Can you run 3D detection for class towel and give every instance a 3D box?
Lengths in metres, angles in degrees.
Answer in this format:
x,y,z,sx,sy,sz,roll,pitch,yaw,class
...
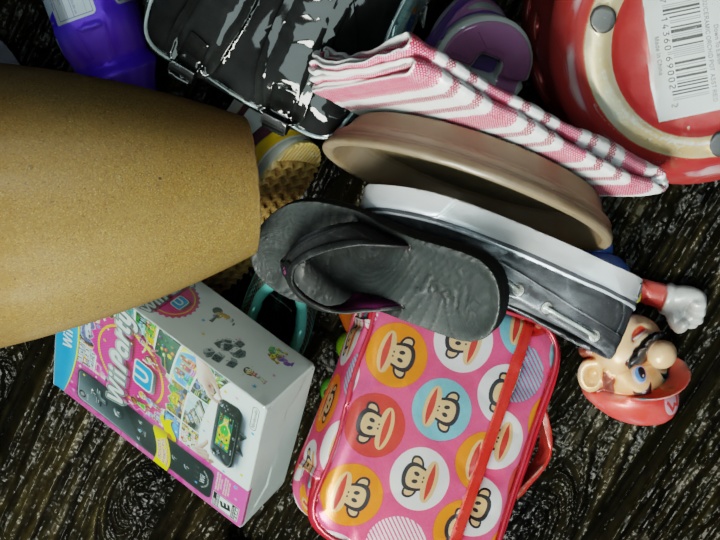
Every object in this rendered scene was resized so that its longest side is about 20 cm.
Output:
x,y,z,sx,sy,sz,roll,pitch,yaw,class
0.076,-0.091,0.686,0.197,0.146,0.030,22,86,-26,towel

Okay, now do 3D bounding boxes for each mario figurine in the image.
x,y,z,sx,sy,sz,roll,pitch,yaw,class
0.198,0.024,0.841,0.122,0.106,0.203,-24,102,10,mario figurine

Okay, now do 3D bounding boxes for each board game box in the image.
x,y,z,sx,sy,sz,roll,pitch,yaw,class
-0.139,0.078,0.846,0.198,0.064,0.149,34,135,18,board game box

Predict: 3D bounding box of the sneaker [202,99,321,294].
x,y,z,sx,sy,sz,roll,pitch,yaw,class
-0.110,-0.057,0.867,0.200,0.074,0.091,-46,64,28,sneaker

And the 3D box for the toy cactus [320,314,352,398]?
x,y,z,sx,sy,sz,roll,pitch,yaw,class
0.050,0.090,0.888,0.161,0.102,0.204,-1,97,-5,toy cactus

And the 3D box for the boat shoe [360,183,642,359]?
x,y,z,sx,sy,sz,roll,pitch,yaw,class
0.086,0.002,0.749,0.197,0.072,0.069,22,85,4,boat shoe

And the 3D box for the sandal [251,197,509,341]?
x,y,z,sx,sy,sz,roll,pitch,yaw,class
0.001,-0.001,0.730,0.198,0.048,0.077,11,112,33,sandal

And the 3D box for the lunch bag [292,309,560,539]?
x,y,z,sx,sy,sz,roll,pitch,yaw,class
0.058,0.114,0.808,0.173,0.082,0.203,20,87,-14,lunch bag

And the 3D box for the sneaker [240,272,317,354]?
x,y,z,sx,sy,sz,roll,pitch,yaw,class
-0.080,0.067,0.884,0.076,0.091,0.203,17,108,0,sneaker

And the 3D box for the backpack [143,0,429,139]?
x,y,z,sx,sy,sz,roll,pitch,yaw,class
-0.033,-0.213,0.763,0.175,0.151,0.202,28,113,3,backpack

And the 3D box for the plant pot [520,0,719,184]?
x,y,z,sx,sy,sz,roll,pitch,yaw,class
0.211,-0.161,0.746,0.196,0.183,0.204,1,107,2,plant pot

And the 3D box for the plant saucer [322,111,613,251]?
x,y,z,sx,sy,sz,roll,pitch,yaw,class
0.071,-0.058,0.728,0.197,0.200,0.030,19,85,-1,plant saucer

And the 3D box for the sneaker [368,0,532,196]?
x,y,z,sx,sy,sz,roll,pitch,yaw,class
0.062,-0.119,0.827,0.079,0.089,0.202,13,131,-16,sneaker

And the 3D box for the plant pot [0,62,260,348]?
x,y,z,sx,sy,sz,roll,pitch,yaw,class
-0.169,-0.050,0.737,0.196,0.186,0.190,-6,107,-13,plant pot

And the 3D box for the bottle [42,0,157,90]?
x,y,z,sx,sy,sz,roll,pitch,yaw,class
-0.197,-0.194,0.820,0.064,0.084,0.203,-18,105,0,bottle

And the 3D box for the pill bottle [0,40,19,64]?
x,y,z,sx,sy,sz,roll,pitch,yaw,class
-0.350,-0.100,0.842,0.197,0.120,0.121,-23,104,11,pill bottle
